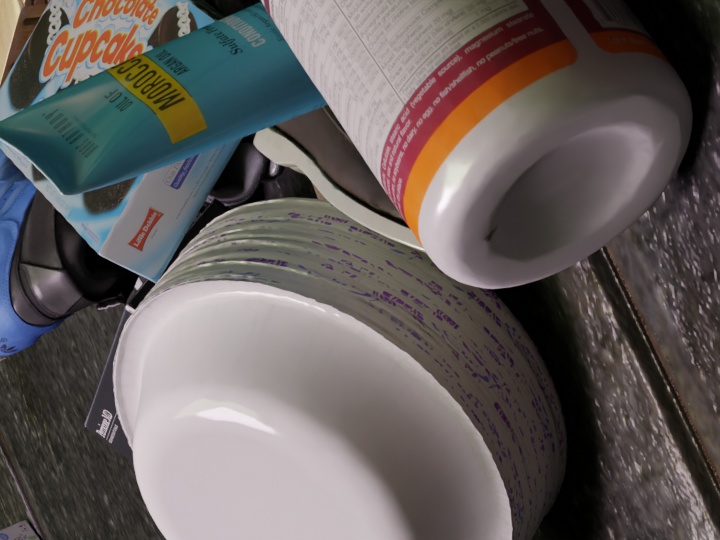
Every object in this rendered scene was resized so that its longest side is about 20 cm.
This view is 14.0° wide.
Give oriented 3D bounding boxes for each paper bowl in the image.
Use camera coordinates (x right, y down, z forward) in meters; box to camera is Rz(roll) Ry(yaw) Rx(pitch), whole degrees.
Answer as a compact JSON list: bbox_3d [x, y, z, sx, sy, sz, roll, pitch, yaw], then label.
[{"bbox_3d":[-0.018,0.077,1.273,0.200,0.104,0.201,19,135,20],"label":"paper bowl"}]

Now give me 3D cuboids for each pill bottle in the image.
[{"bbox_3d":[0.027,-0.100,1.065,0.200,0.109,0.110,57,160,30],"label":"pill bottle"}]

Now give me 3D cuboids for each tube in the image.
[{"bbox_3d":[-0.042,-0.078,1.143,0.077,0.199,0.051,32,142,58],"label":"tube"}]

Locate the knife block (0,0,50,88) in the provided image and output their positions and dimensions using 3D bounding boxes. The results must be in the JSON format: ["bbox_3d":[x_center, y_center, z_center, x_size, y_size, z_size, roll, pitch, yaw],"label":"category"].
[{"bbox_3d":[-0.204,-0.197,1.539,0.175,0.064,0.201,37,121,32],"label":"knife block"}]

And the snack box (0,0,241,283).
[{"bbox_3d":[-0.111,-0.082,1.371,0.037,0.117,0.200,28,-174,-29],"label":"snack box"}]

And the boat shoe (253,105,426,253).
[{"bbox_3d":[0.016,-0.051,1.218,0.201,0.071,0.061,35,105,57],"label":"boat shoe"}]

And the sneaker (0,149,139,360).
[{"bbox_3d":[-0.153,-0.031,1.514,0.077,0.111,0.200,57,-159,-21],"label":"sneaker"}]

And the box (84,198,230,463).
[{"bbox_3d":[-0.055,0.065,1.470,0.141,0.079,0.200,35,158,2],"label":"box"}]

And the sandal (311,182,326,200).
[{"bbox_3d":[0.000,0.000,1.351,0.201,0.054,0.080,62,162,17],"label":"sandal"}]

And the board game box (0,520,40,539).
[{"bbox_3d":[-0.259,0.333,2.536,0.134,0.034,0.201,42,149,54],"label":"board game box"}]

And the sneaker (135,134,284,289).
[{"bbox_3d":[-0.084,-0.039,1.512,0.114,0.075,0.201,-136,32,-56],"label":"sneaker"}]
